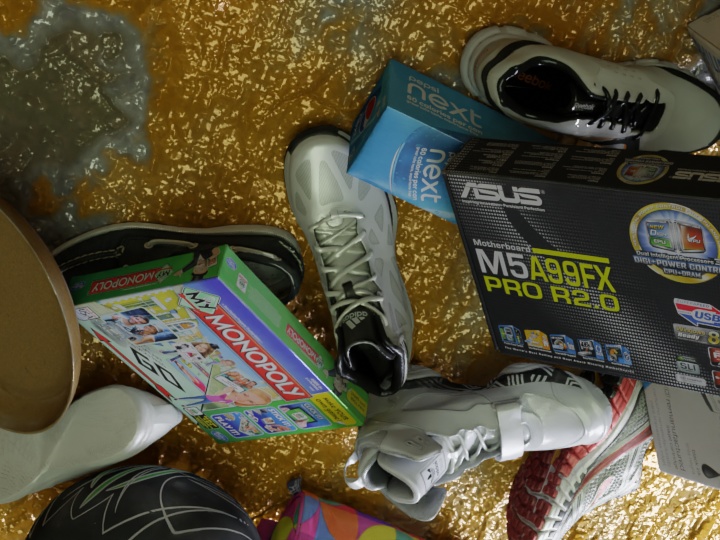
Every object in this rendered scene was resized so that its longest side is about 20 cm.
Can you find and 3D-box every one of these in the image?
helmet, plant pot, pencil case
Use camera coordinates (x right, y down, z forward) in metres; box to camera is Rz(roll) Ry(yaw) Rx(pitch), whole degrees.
[{"bbox_3d":[-0.164,0.242,0.927,0.199,0.200,0.192,-3,99,-3],"label":"helmet"},{"bbox_3d":[-0.263,0.021,0.859,0.199,0.027,0.201,18,122,31],"label":"plant pot"},{"bbox_3d":[0.015,0.246,1.007,0.199,0.088,0.089,25,110,-13],"label":"pencil case"}]

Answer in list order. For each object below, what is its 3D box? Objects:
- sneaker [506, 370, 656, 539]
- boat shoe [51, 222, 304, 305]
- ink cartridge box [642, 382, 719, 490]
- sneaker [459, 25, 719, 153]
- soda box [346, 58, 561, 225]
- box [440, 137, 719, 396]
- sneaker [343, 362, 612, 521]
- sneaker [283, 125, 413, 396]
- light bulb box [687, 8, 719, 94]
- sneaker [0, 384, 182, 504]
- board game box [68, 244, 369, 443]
[{"bbox_3d":[0.185,0.170,0.987,0.082,0.078,0.200,25,110,-16],"label":"sneaker"},{"bbox_3d":[-0.141,0.005,0.896,0.199,0.060,0.076,-10,114,0],"label":"boat shoe"},{"bbox_3d":[0.292,0.084,0.867,0.083,0.200,0.146,-15,98,-22],"label":"ink cartridge box"},{"bbox_3d":[0.169,-0.115,0.859,0.199,0.080,0.074,10,111,-10],"label":"sneaker"},{"bbox_3d":[0.093,-0.069,0.872,0.199,0.068,0.064,24,126,-14],"label":"soda box"},{"bbox_3d":[0.163,-0.003,0.788,0.199,0.044,0.161,10,134,36],"label":"box"},{"bbox_3d":[0.084,0.130,0.912,0.199,0.115,0.075,1,125,17],"label":"sneaker"},{"bbox_3d":[0.001,0.000,0.875,0.075,0.115,0.201,-18,114,4],"label":"sneaker"},{"bbox_3d":[0.367,-0.124,0.845,0.198,0.125,0.200,-29,112,9],"label":"light bulb box"},{"bbox_3d":[-0.231,0.135,0.947,0.199,0.088,0.076,-12,81,21],"label":"sneaker"},{"bbox_3d":[-0.099,0.060,0.877,0.134,0.029,0.200,-10,140,28],"label":"board game box"}]
